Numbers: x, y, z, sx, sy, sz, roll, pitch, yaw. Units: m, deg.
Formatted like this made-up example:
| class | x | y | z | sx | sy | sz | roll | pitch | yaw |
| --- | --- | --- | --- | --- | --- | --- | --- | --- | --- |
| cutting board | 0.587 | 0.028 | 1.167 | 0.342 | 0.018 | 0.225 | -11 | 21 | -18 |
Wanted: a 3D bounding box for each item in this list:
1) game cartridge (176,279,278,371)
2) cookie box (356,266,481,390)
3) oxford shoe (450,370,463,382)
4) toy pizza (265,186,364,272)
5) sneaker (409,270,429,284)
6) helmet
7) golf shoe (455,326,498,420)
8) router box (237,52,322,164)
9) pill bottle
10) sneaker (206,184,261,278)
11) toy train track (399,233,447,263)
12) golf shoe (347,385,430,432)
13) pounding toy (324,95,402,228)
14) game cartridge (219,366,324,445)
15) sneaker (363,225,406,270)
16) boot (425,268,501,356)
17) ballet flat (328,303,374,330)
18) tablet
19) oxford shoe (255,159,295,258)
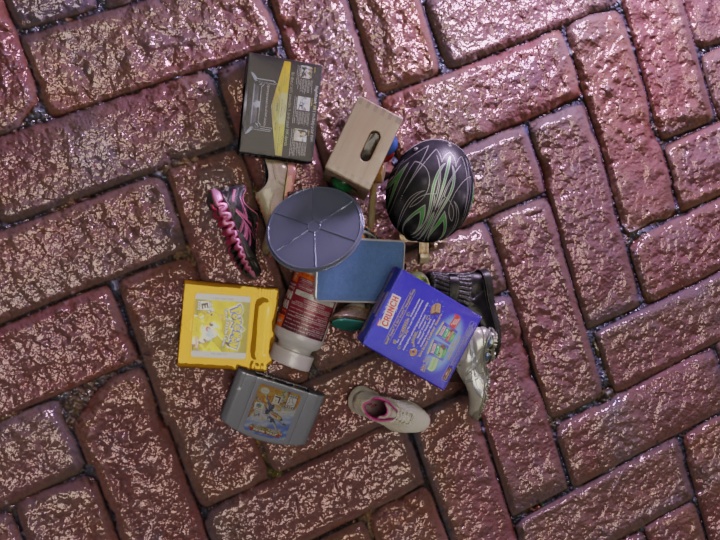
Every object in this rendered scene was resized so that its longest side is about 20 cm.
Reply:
| class | x | y | z | sx | sy | sz | roll | pitch | yaw |
| --- | --- | --- | --- | --- | --- | --- | --- | --- | --- |
| game cartridge | -0.274 | 0.116 | 1.499 | 0.196 | 0.032 | 0.180 | 5 | 92 | -13 |
| cookie box | 0.118 | 0.115 | 1.465 | 0.198 | 0.075 | 0.173 | 30 | 86 | -12 |
| oxford shoe | 0.202 | 0.218 | 1.619 | 0.198 | 0.072 | 0.073 | 30 | 119 | -21 |
| toy pizza | -0.089 | -0.079 | 1.417 | 0.196 | 0.032 | 0.203 | -4 | 59 | 7 |
| sneaker | 0.120 | 0.102 | 1.558 | 0.074 | 0.105 | 0.204 | -1 | 93 | -11 |
| helmet | 0.142 | -0.159 | 1.478 | 0.196 | 0.191 | 0.204 | 1 | 86 | -12 |
| golf shoe | 0.237 | 0.218 | 1.556 | 0.095 | 0.078 | 0.204 | 7 | 95 | 6 |
| router box | -0.167 | -0.331 | 1.487 | 0.154 | 0.052 | 0.204 | 6 | 92 | -15 |
| pill bottle | -0.115 | 0.098 | 1.497 | 0.108 | 0.109 | 0.203 | 21 | 88 | -14 |
| sneaker | -0.237 | -0.084 | 1.481 | 0.094 | 0.079 | 0.203 | -27 | 103 | -28 |
| toy train track | 0.144 | -0.117 | 1.589 | 0.112 | 0.032 | 0.204 | 0 | 93 | -14 |
| golf shoe | 0.069 | 0.314 | 1.568 | 0.197 | 0.091 | 0.077 | 19 | 87 | -16 |
| pounding toy | 0.011 | -0.215 | 1.486 | 0.140 | 0.184 | 0.203 | 26 | 87 | -2 |
| game cartridge | -0.187 | 0.293 | 1.518 | 0.197 | 0.042 | 0.135 | 20 | 94 | -18 |
| sneaker | 0.021 | -0.048 | 1.549 | 0.201 | 0.078 | 0.077 | 51 | 53 | -6 |
| boot | 0.219 | 0.101 | 1.595 | 0.155 | 0.079 | 0.216 | -7 | 85 | -20 |
| ballet flat | 0.008 | 0.098 | 1.530 | 0.198 | 0.067 | 0.068 | 20 | 56 | -43 |
| tablet | 0.000 | 0.000 | 1.470 | 0.196 | 0.014 | 0.133 | 2 | 92 | -23 |
| oxford shoe | -0.187 | -0.129 | 1.485 | 0.073 | 0.071 | 0.204 | 12 | 80 | -20 |
